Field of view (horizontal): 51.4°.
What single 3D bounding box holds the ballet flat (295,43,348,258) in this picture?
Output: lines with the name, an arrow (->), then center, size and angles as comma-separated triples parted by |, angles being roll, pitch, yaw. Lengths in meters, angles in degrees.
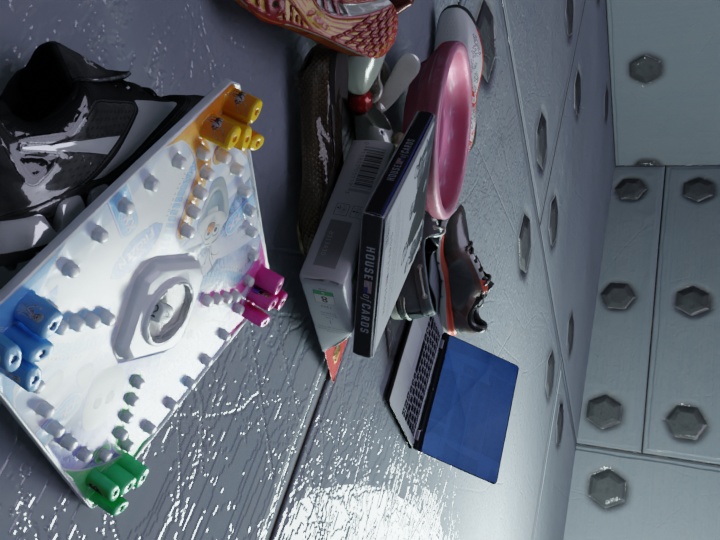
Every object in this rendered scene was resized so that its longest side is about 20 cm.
ballet flat -> -0.042, -0.105, 0.697 | 0.067, 0.045, 0.206 | -37, 132, -72

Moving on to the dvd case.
dvd case -> 0.034, -0.040, 0.711 | 0.201, 0.024, 0.153 | -62, 161, -51

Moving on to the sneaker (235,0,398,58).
sneaker -> -0.057, -0.224, 0.604 | 0.198, 0.076, 0.075 | 21, 94, -43

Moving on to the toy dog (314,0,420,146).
toy dog -> 0.023, -0.207, 0.755 | 0.201, 0.094, 0.135 | 53, 47, -55

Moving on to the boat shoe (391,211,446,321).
boat shoe -> 0.081, -0.035, 0.948 | 0.073, 0.060, 0.205 | 43, 54, -57

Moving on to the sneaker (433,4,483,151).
sneaker -> 0.123, -0.249, 1.010 | 0.108, 0.065, 0.207 | -40, 131, -61

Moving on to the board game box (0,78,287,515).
board game box -> -0.113, 0.025, 0.444 | 0.201, 0.025, 0.202 | -54, 159, -31

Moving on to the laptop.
laptop -> 0.133, 0.152, 1.024 | 0.202, 0.113, 0.190 | 65, 36, -46

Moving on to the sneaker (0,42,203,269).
sneaker -> -0.142, -0.083, 0.418 | 0.200, 0.065, 0.093 | -45, 135, -53

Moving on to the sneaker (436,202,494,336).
sneaker -> 0.161, -0.001, 1.107 | 0.077, 0.080, 0.206 | -37, 126, -59

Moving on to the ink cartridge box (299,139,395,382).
ink cartridge box -> 0.000, 0.000, 0.741 | 0.202, 0.049, 0.164 | 77, 27, -54

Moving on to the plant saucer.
plant saucer -> 0.090, -0.165, 0.886 | 0.200, 0.049, 0.207 | 8, 90, -73
